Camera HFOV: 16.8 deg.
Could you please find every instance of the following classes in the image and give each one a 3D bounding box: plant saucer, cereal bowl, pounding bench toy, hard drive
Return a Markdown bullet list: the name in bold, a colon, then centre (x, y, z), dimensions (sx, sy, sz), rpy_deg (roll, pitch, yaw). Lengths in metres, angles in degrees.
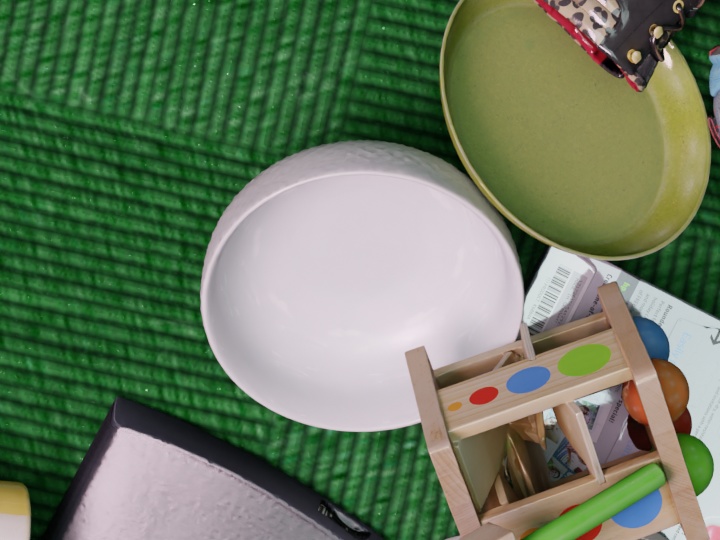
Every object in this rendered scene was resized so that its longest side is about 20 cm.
- **plant saucer**: centre (0.128, -0.095, 1.513), dimensions (0.200, 0.031, 0.201), rpy_deg (12, 65, -27)
- **cereal bowl**: centre (0.000, 0.000, 1.521), dimensions (0.199, 0.083, 0.201), rpy_deg (-1, 124, -2)
- **pounding bench toy**: centre (0.128, 0.118, 1.432), dimensions (0.156, 0.200, 0.124), rpy_deg (-19, 116, 3)
- **hard drive**: centre (-0.098, 0.182, 1.569), dimensions (0.200, 0.042, 0.135), rpy_deg (29, 93, -1)

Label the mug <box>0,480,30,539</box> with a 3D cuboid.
- **mug**: centre (-0.298, 0.182, 1.516), dimensions (0.153, 0.187, 0.150), rpy_deg (12, 114, -16)

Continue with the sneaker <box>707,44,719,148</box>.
- **sneaker**: centre (0.319, -0.098, 1.542), dimensions (0.199, 0.079, 0.096), rpy_deg (3, 99, 10)

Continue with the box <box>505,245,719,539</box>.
- **box**: centre (0.177, 0.090, 1.563), dimensions (0.200, 0.041, 0.156), rpy_deg (26, 94, 0)

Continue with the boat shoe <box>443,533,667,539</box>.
- **boat shoe**: centre (0.102, 0.209, 1.545), dimensions (0.199, 0.060, 0.074), rpy_deg (-6, 109, 13)

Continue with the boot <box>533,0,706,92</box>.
- **boot**: centre (0.211, -0.171, 1.486), dimensions (0.200, 0.073, 0.151), rpy_deg (41, 89, 0)
